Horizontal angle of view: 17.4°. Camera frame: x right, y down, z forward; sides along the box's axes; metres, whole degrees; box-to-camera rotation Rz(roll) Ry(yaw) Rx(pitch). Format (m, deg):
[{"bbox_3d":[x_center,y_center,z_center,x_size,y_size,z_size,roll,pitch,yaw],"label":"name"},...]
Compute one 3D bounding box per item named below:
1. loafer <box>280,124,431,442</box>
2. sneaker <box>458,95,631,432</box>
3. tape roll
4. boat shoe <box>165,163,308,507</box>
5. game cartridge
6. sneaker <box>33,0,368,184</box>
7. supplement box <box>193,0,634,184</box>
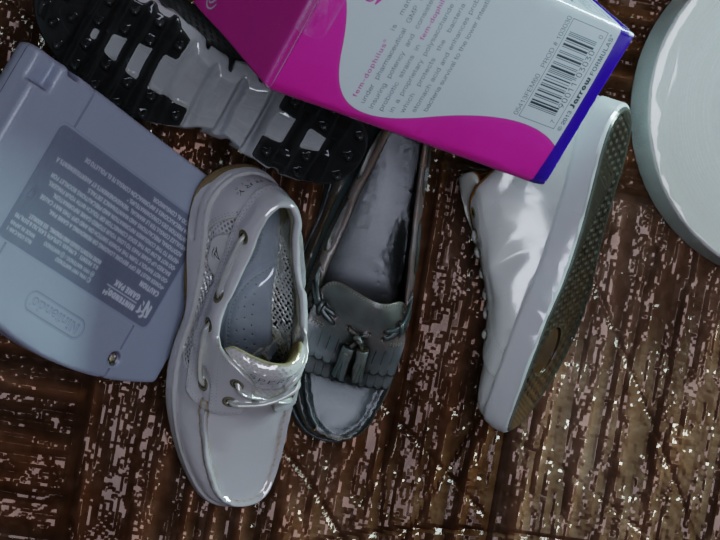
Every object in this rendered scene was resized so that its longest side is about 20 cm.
[{"bbox_3d":[0.000,0.000,1.324,0.071,0.063,0.202,11,91,-12],"label":"loafer"},{"bbox_3d":[0.090,-0.011,1.352,0.084,0.073,0.202,19,98,21],"label":"sneaker"},{"bbox_3d":[0.259,-0.092,1.388,0.201,0.037,0.205,-1,93,-12],"label":"tape roll"},{"bbox_3d":[-0.062,0.046,1.290,0.070,0.069,0.202,-11,114,-29],"label":"boat shoe"},{"bbox_3d":[-0.150,-0.020,1.248,0.200,0.040,0.134,39,76,-52],"label":"game cartridge"},{"bbox_3d":[-0.090,-0.117,1.285,0.199,0.091,0.067,24,115,-20],"label":"sneaker"},{"bbox_3d":[0.028,-0.134,1.245,0.199,0.103,0.102,17,112,-40],"label":"supplement box"}]
